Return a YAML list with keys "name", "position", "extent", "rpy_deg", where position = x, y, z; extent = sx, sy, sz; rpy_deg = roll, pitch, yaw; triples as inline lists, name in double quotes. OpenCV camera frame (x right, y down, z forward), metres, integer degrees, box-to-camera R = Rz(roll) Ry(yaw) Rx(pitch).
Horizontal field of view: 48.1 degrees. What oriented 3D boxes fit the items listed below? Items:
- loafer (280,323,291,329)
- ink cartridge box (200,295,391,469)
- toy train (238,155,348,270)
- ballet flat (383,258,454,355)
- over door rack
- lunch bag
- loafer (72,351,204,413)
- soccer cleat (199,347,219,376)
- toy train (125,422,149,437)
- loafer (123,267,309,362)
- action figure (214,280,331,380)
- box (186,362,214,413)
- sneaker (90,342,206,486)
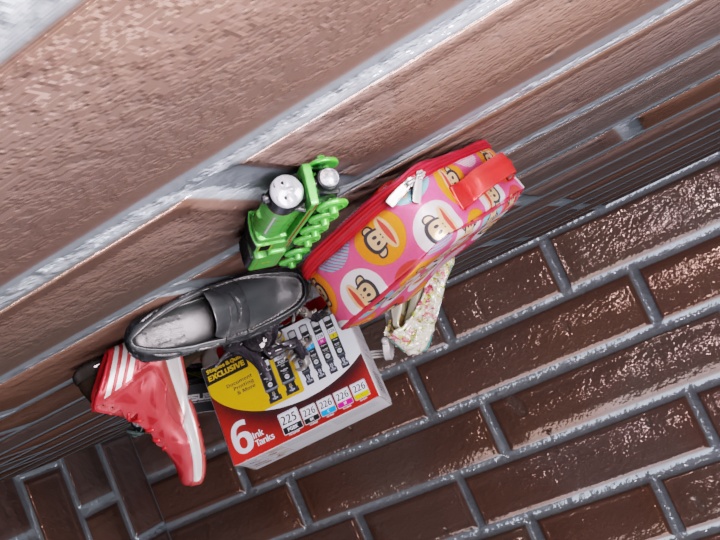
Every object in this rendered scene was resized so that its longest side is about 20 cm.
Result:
- name: "loafer"
  position: [-0.107, 0.111, 1.486]
  extent: [0.068, 0.071, 0.200]
  rpy_deg: [-29, 177, 33]
- name: "ink cartridge box"
  position: [-0.089, 0.128, 1.020]
  extent: [0.199, 0.177, 0.084]
  rpy_deg: [-27, 159, 4]
- name: "toy train"
  position: [-0.057, -0.037, 0.607]
  extent: [0.056, 0.042, 0.200]
  rpy_deg: [-11, 170, -17]
- name: "ballet flat"
  position: [0.079, 0.009, 1.049]
  extent: [0.064, 0.202, 0.075]
  rpy_deg: [22, 163, -28]
- name: "over door rack"
  position: [-0.019, 0.060, 1.145]
  extent: [0.146, 0.067, 0.200]
  rpy_deg: [-7, -153, 13]
- name: "lunch bag"
  position: [0.058, -0.040, 0.693]
  extent: [0.176, 0.082, 0.200]
  rpy_deg: [-40, 174, 33]
- name: "loafer"
  position: [-0.263, 0.125, 1.037]
  extent: [0.199, 0.072, 0.073]
  rpy_deg: [-22, 174, -19]
- name: "soccer cleat"
  position: [-0.207, 0.113, 1.218]
  extent: [0.069, 0.078, 0.200]
  rpy_deg: [14, -179, -11]
- name: "toy train"
  position: [-0.518, 0.373, 2.010]
  extent: [0.113, 0.086, 0.200]
  rpy_deg: [6, 170, -9]
- name: "loafer"
  position: [-0.145, 0.047, 0.837]
  extent: [0.199, 0.069, 0.070]
  rpy_deg: [-19, -179, -13]
- name: "action figure"
  position: [-0.092, 0.060, 0.939]
  extent: [0.199, 0.119, 0.102]
  rpy_deg: [-29, 160, -22]
- name: "box"
  position: [-0.244, 0.178, 1.252]
  extent: [0.159, 0.045, 0.199]
  rpy_deg: [-2, -178, -33]
- name: "sneaker"
  position: [-0.260, 0.176, 0.970]
  extent: [0.115, 0.202, 0.078]
  rpy_deg: [-15, -173, -22]
